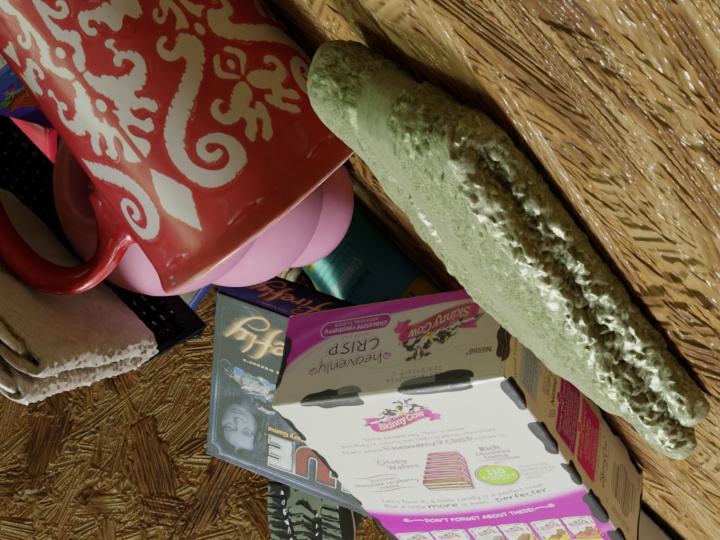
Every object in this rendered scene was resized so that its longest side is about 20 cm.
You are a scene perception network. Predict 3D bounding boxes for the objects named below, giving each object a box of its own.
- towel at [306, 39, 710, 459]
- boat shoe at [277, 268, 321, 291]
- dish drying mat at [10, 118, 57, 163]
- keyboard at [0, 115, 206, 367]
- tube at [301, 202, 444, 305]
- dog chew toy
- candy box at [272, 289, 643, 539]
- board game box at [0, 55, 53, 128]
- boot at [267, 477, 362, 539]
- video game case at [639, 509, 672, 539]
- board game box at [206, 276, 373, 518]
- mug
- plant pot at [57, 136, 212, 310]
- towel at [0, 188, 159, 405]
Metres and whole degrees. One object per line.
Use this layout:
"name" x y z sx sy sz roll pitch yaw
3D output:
"towel" 0.062 -0.008 0.826 0.200 0.036 0.148 51 173 -32
"boat shoe" -0.025 -0.001 1.366 0.074 0.069 0.200 48 174 -19
"dish drying mat" -0.228 -0.049 1.262 0.076 0.018 0.201 29 143 12
"keyboard" -0.165 -0.036 1.140 0.200 0.040 0.104 46 -149 9
"tube" 0.000 0.000 1.251 0.200 0.078 0.050 47 -141 16
"dog chew toy" -0.078 -0.045 1.118 0.199 0.125 0.124 6 -150 -51
"candy box" 0.058 0.092 1.066 0.135 0.061 0.200 -8 142 25
"board game box" -0.213 -0.178 1.181 0.134 0.045 0.201 12 -135 -59
"boot" -0.013 0.086 1.321 0.077 0.139 0.201 19 129 14
"video game case" 0.209 0.224 1.286 0.181 0.045 0.200 44 174 34
"board game box" 0.004 0.088 1.198 0.198 0.035 0.136 19 130 15
"mug" -0.119 -0.095 0.943 0.201 0.177 0.133 52 160 -9
"plant pot" -0.181 -0.061 1.384 0.179 0.201 0.200 -8 130 48
"towel" -0.180 0.009 1.003 0.132 0.035 0.200 45 -171 7
